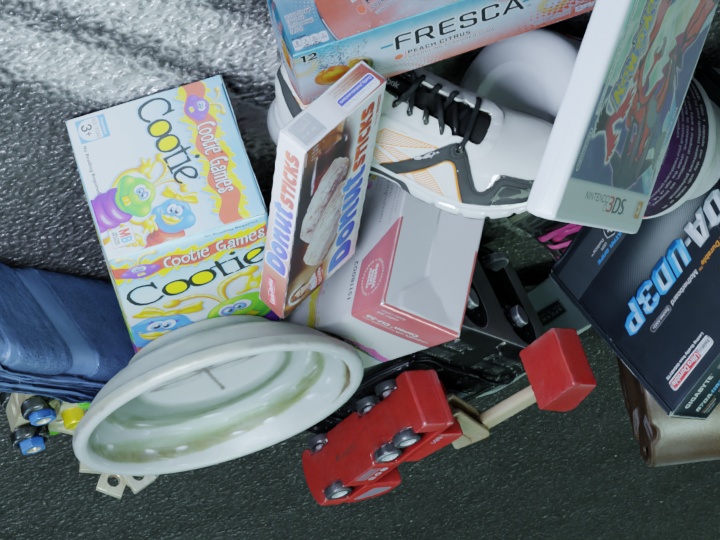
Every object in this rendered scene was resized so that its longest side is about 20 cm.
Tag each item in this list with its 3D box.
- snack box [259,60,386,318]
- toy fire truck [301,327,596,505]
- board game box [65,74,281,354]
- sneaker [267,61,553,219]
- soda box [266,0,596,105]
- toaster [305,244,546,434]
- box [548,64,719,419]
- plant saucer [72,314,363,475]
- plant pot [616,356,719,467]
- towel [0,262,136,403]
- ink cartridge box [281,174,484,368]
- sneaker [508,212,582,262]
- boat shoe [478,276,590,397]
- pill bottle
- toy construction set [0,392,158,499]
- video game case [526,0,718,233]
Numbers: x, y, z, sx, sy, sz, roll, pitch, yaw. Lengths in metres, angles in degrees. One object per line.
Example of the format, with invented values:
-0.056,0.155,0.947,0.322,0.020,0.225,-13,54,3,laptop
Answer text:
-0.025,-0.046,1.494,0.072,0.024,0.200,-44,163,-25,snack box
0.063,0.111,1.808,0.141,0.049,0.200,-1,152,-39,toy fire truck
-0.117,-0.025,1.586,0.103,0.105,0.200,-17,157,-6,board game box
0.037,-0.090,1.518,0.200,0.074,0.080,12,148,7,sneaker
0.045,-0.167,1.444,0.200,0.064,0.068,-19,157,-4,soda box
0.020,0.050,1.853,0.200,0.119,0.181,-30,155,23,toaster
0.242,-0.020,1.731,0.046,0.159,0.200,8,125,-47,box
-0.099,0.075,1.628,0.200,0.050,0.200,-15,158,-6,plant saucer
0.327,0.078,2.104,0.198,0.200,0.200,-11,158,0,plant pot
-0.215,0.043,1.653,0.049,0.112,0.200,-50,148,20,towel
0.000,0.000,1.670,0.067,0.117,0.200,22,158,-25,ink cartridge box
0.171,-0.024,1.850,0.074,0.088,0.200,-27,156,19,sneaker
0.122,0.052,1.994,0.199,0.074,0.068,-33,172,-22,boat shoe
0.162,-0.095,1.645,0.112,0.113,0.200,-35,153,33,pill bottle
-0.195,0.092,1.826,0.131,0.092,0.200,-12,146,-20,toy construction set
0.169,-0.122,1.493,0.182,0.023,0.200,5,105,-68,video game case
